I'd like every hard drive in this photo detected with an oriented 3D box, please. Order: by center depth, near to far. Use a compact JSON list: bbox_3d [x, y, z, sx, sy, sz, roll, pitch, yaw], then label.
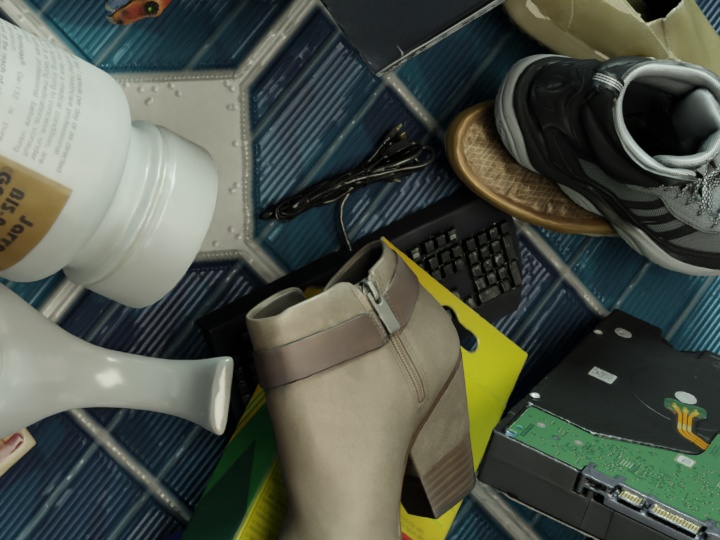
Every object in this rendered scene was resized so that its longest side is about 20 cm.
[{"bbox_3d":[0.161,0.094,1.528,0.200,0.139,0.038,-38,149,-61],"label":"hard drive"}]

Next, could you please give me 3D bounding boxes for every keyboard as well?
[{"bbox_3d":[0.000,0.000,1.541,0.200,0.021,0.128,-27,107,-27],"label":"keyboard"}]

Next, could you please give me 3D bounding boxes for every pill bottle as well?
[{"bbox_3d":[-0.175,-0.059,1.379,0.200,0.114,0.115,26,81,-29],"label":"pill bottle"}]

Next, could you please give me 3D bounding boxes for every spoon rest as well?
[{"bbox_3d":[-0.167,0.051,1.426,0.199,0.061,0.100,9,88,-18],"label":"spoon rest"}]

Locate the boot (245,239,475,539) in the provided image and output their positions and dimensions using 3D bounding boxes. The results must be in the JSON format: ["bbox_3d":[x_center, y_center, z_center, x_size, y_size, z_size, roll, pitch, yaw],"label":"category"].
[{"bbox_3d":[-0.020,0.084,1.416,0.200,0.070,0.147,-41,115,-39],"label":"boot"}]

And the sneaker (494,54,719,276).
[{"bbox_3d":[0.174,-0.054,1.523,0.200,0.114,0.076,29,75,-26],"label":"sneaker"}]

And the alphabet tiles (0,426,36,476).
[{"bbox_3d":[-0.256,0.067,1.402,0.200,0.006,0.167,-43,112,-21],"label":"alphabet tiles"}]

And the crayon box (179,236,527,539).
[{"bbox_3d":[-0.002,0.098,1.504,0.127,0.051,0.201,39,67,-31],"label":"crayon box"}]

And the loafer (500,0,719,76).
[{"bbox_3d":[0.166,-0.132,1.587,0.199,0.076,0.067,24,126,-29],"label":"loafer"}]

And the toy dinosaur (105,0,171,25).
[{"bbox_3d":[-0.175,-0.163,1.358,0.181,0.200,0.105,13,104,0],"label":"toy dinosaur"}]

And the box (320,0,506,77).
[{"bbox_3d":[0.056,-0.224,1.411,0.196,0.200,0.124,-33,111,14],"label":"box"}]

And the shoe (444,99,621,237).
[{"bbox_3d":[0.126,-0.050,1.593,0.199,0.053,0.070,13,82,-29],"label":"shoe"}]

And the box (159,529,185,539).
[{"bbox_3d":[-0.127,0.215,1.473,0.199,0.032,0.122,-21,104,-30],"label":"box"}]

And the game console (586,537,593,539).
[{"bbox_3d":[0.133,0.162,1.525,0.172,0.200,0.119,18,84,-30],"label":"game console"}]
